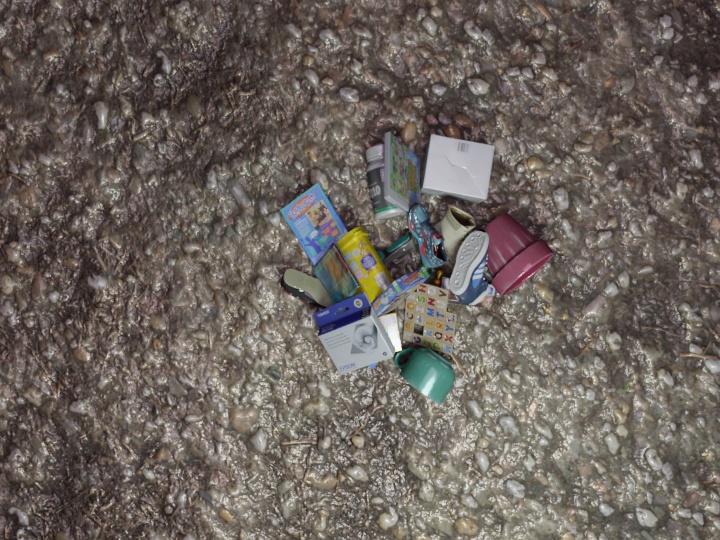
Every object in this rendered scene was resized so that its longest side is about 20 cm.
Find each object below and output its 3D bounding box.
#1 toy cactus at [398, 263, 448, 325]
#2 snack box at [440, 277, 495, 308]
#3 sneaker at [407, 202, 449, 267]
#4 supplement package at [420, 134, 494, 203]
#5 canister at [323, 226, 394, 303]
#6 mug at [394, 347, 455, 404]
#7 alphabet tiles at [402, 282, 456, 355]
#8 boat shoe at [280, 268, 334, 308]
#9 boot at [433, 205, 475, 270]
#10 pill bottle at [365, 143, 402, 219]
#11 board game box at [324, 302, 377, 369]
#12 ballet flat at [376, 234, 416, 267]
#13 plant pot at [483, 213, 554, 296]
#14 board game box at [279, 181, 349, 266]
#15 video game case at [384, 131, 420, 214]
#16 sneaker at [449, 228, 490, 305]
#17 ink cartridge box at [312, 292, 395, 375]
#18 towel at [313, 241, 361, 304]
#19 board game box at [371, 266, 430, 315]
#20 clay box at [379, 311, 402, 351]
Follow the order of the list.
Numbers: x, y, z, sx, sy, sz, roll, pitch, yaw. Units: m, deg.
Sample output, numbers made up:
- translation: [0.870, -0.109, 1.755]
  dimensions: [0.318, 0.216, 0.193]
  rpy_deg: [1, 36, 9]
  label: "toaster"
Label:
- translation: [0.191, 0.088, 1.636]
  dimensions: [0.159, 0.102, 0.207]
  rpy_deg: [-15, 98, 10]
  label: "toy cactus"
- translation: [0.323, 0.069, 1.615]
  dimensions: [0.194, 0.024, 0.075]
  rpy_deg: [8, 91, -29]
  label: "snack box"
- translation: [0.208, -0.106, 1.565]
  dimensions: [0.079, 0.094, 0.205]
  rpy_deg: [-36, 113, -29]
  label: "sneaker"
- translation: [0.288, -0.305, 1.622]
  dimensions: [0.192, 0.111, 0.162]
  rpy_deg: [10, 90, 0]
  label: "supplement package"
- translation: [0.000, 0.000, 1.579]
  dimensions: [0.147, 0.086, 0.204]
  rpy_deg: [-36, 78, 19]
  label: "canister"
- translation: [0.194, 0.294, 1.595]
  dimensions: [0.182, 0.152, 0.116]
  rpy_deg: [35, 89, 0]
  label: "mug"
- translation: [0.206, 0.139, 1.594]
  dimensions: [0.162, 0.008, 0.208]
  rpy_deg: [15, 116, 26]
  label: "alphabet tiles"
- translation: [-0.154, 0.064, 1.647]
  dimensions: [0.196, 0.063, 0.076]
  rpy_deg: [27, 55, -12]
  label: "boat shoe"
- translation: [0.302, -0.084, 1.598]
  dimensions: [0.199, 0.155, 0.072]
  rpy_deg: [43, 50, 3]
  label: "boot"
- translation: [0.078, -0.268, 1.622]
  dimensions: [0.109, 0.113, 0.208]
  rpy_deg: [-11, 89, 0]
  label: "pill bottle"
- translation: [-0.012, 0.197, 1.598]
  dimensions: [0.198, 0.020, 0.104]
  rpy_deg: [37, 110, -3]
  label: "board game box"
- translation: [0.084, -0.038, 1.646]
  dimensions: [0.195, 0.068, 0.065]
  rpy_deg: [-29, 120, 3]
  label: "ballet flat"
- translation: [0.440, -0.057, 1.588]
  dimensions: [0.197, 0.200, 0.182]
  rpy_deg: [-35, 74, 0]
  label: "plant pot"
- translation: [-0.135, -0.141, 1.654]
  dimensions: [0.150, 0.045, 0.204]
  rpy_deg: [-33, 90, 0]
  label: "board game box"
- translation: [0.125, -0.275, 1.575]
  dimensions: [0.021, 0.180, 0.208]
  rpy_deg: [-11, 68, 33]
  label: "video game case"
- translation: [0.338, 0.000, 1.555]
  dimensions: [0.079, 0.145, 0.206]
  rpy_deg: [20, 83, 45]
  label: "sneaker"
- translation: [-0.024, 0.188, 1.554]
  dimensions: [0.195, 0.041, 0.204]
  rpy_deg: [-23, 106, 26]
  label: "ink cartridge box"
- translation: [-0.071, 0.020, 1.556]
  dimensions: [0.021, 0.200, 0.149]
  rpy_deg: [-29, 82, -28]
  label: "towel"
- translation: [0.099, 0.073, 1.546]
  dimensions: [0.133, 0.200, 0.035]
  rpy_deg: [-23, 72, -43]
  label: "board game box"
- translation: [0.024, 0.203, 1.648]
  dimensions: [0.192, 0.048, 0.120]
  rpy_deg: [-10, 92, 1]
  label: "clay box"
